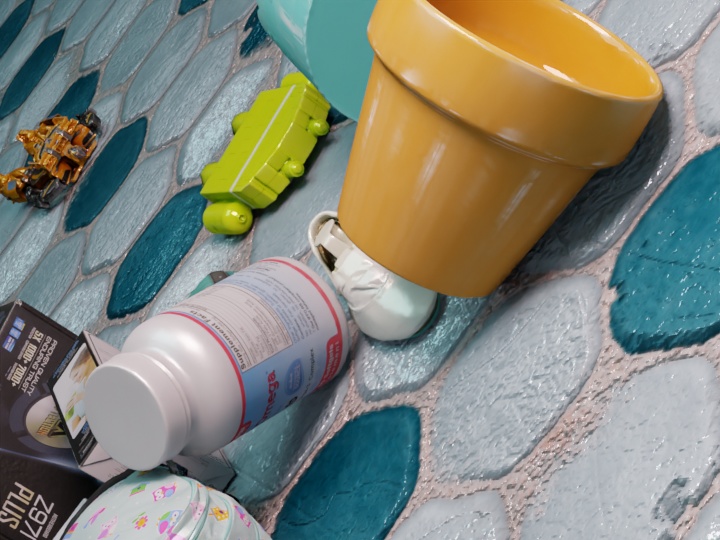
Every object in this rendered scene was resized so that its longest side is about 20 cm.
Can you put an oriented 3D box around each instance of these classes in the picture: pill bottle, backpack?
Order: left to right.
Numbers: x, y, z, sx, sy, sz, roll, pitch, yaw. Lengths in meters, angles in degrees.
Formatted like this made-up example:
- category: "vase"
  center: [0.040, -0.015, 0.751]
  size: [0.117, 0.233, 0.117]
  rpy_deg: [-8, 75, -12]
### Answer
- category: "backpack"
  center: [-0.143, 0.218, 1.428]
  size: [0.167, 0.127, 0.200]
  rpy_deg: [-57, 25, -14]
- category: "pill bottle"
  center: [-0.107, 0.071, 1.471]
  size: [0.109, 0.109, 0.200]
  rpy_deg: [-32, -1, 43]

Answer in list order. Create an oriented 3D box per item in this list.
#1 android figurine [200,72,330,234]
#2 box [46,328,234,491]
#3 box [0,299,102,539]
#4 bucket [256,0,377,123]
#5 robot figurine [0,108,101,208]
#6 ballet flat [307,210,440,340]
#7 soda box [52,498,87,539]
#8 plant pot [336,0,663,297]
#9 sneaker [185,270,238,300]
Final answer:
- category: "android figurine"
  center: [-0.088, -0.115, 1.891]
  size: [0.182, 0.041, 0.200]
  rpy_deg: [-60, 23, -13]
- category: "box"
  center: [-0.185, 0.130, 1.650]
  size: [0.060, 0.117, 0.200]
  rpy_deg: [-55, 24, 5]
- category: "box"
  center: [-0.300, 0.155, 1.776]
  size: [0.086, 0.164, 0.200]
  rpy_deg: [-18, 42, 55]
- category: "bucket"
  center: [0.024, -0.221, 1.619]
  size: [0.207, 0.207, 0.135]
  rpy_deg: [-50, 30, 12]
- category: "robot figurine"
  center: [-0.398, -0.142, 2.519]
  size: [0.200, 0.058, 0.145]
  rpy_deg: [-9, 51, 61]
- category: "ballet flat"
  center: [0.000, 0.000, 1.525]
  size: [0.069, 0.069, 0.200]
  rpy_deg: [-53, 23, 4]
- category: "soda box"
  center: [-0.256, 0.291, 1.630]
  size: [0.200, 0.064, 0.068]
  rpy_deg: [-53, 22, 4]
- category: "plant pot"
  center: [0.077, -0.090, 1.363]
  size: [0.200, 0.200, 0.183]
  rpy_deg: [-104, 37, -61]
- category: "sneaker"
  center: [-0.110, 0.037, 1.682]
  size: [0.080, 0.071, 0.200]
  rpy_deg: [-62, 22, -7]
